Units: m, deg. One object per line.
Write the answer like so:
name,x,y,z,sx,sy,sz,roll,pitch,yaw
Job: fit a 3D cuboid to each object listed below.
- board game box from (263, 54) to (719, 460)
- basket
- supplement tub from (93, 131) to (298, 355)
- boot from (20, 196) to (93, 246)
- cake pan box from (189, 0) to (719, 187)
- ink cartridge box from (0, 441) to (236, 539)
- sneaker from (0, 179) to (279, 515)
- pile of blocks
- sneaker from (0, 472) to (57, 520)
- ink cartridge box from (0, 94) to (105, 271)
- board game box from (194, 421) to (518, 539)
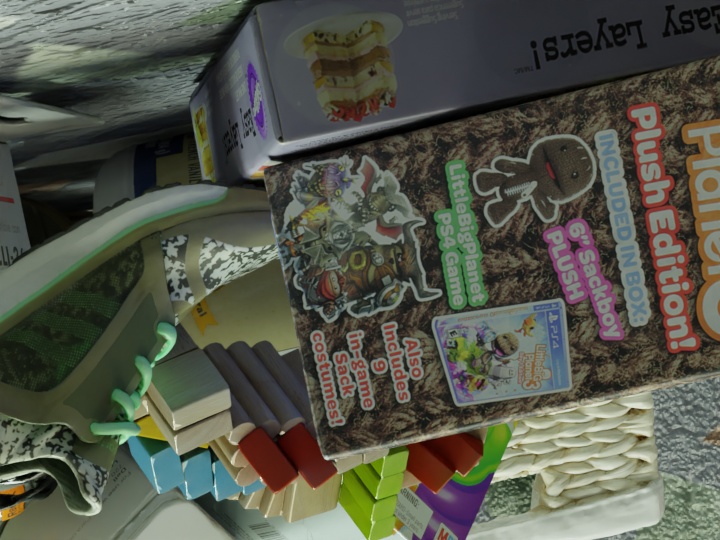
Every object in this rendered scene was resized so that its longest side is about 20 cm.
board game box,0.090,-0.008,0.935,0.199,0.097,0.159,-13,177,15
basket,0.041,0.054,1.522,0.197,0.162,0.200,-11,-158,-14
supplement tub,0.000,0.000,1.156,0.199,0.145,0.144,-13,176,4
boot,-0.147,-0.005,1.294,0.174,0.067,0.200,-4,-178,31
cake pan box,0.047,-0.072,0.968,0.199,0.053,0.184,-12,179,-13
ink cartridge box,-0.100,0.132,1.206,0.084,0.146,0.200,-48,-152,-6
sneaker,-0.097,0.038,0.941,0.199,0.089,0.077,-26,171,-17
pile of blocks,-0.025,0.070,1.032,0.199,0.062,0.082,9,121,-42
sneaker,-0.134,0.058,1.088,0.074,0.080,0.200,-3,176,-14
ink cartridge box,-0.193,-0.007,0.992,0.199,0.068,0.116,-14,176,15
board game box,0.013,0.040,1.306,0.103,0.105,0.201,-17,-142,47
